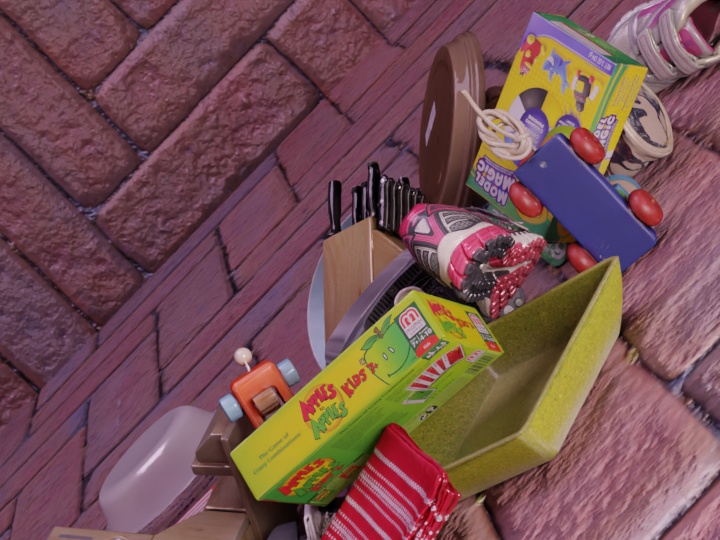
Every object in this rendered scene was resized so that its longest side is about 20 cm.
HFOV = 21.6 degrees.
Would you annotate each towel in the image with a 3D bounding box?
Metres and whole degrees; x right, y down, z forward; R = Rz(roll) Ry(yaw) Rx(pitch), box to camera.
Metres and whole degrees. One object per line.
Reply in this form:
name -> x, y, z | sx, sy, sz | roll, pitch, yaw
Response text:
towel -> -0.005, 0.215, 1.390 | 0.200, 0.022, 0.145 | -58, 21, 3

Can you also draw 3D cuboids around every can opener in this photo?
can opener -> -0.047, 0.202, 1.619 | 0.066, 0.053, 0.200 | -13, 15, 6

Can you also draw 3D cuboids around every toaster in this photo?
toaster -> 0.047, 0.058, 1.667 | 0.200, 0.114, 0.129 | -50, 9, -8

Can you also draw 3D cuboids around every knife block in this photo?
knife block -> 0.000, 0.000, 1.842 | 0.176, 0.064, 0.200 | 38, 102, 50

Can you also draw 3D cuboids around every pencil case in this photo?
pencil case -> 0.198, -0.104, 1.728 | 0.200, 0.089, 0.078 | -33, 32, 44

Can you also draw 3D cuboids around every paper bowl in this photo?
paper bowl -> -0.193, 0.221, 1.968 | 0.201, 0.104, 0.201 | -44, 11, 11

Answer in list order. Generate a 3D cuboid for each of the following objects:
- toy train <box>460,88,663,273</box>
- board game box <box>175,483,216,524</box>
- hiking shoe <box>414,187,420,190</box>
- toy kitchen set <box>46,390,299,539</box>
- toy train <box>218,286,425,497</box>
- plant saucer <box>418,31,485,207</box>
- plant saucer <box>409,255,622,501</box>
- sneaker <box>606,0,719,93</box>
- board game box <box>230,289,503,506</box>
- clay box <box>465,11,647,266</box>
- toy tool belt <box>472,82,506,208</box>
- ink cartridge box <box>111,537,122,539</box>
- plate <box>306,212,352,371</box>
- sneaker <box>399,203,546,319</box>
toy train -> 0.163, -0.095, 1.561 | 0.085, 0.200, 0.116 | -42, 8, 20
board game box -> -0.188, 0.307, 1.800 | 0.200, 0.046, 0.152 | -45, 12, 6
hiking shoe -> 0.029, -0.011, 1.989 | 0.200, 0.076, 0.101 | -56, 3, 16
toy kitchen set -> -0.168, 0.188, 1.657 | 0.180, 0.163, 0.200 | 1, 38, 21
toy train -> -0.007, 0.103, 1.556 | 0.200, 0.150, 0.056 | -27, 6, -8
plant saucer -> 0.087, -0.135, 1.849 | 0.200, 0.029, 0.201 | -176, 90, -82
plant saucer -> 0.115, 0.100, 1.444 | 0.200, 0.048, 0.200 | -32, 18, 48
sneaker -> 0.302, -0.224, 1.785 | 0.200, 0.081, 0.088 | -40, 12, 30
board game box -> 0.005, 0.102, 1.455 | 0.200, 0.048, 0.102 | -42, -28, 18
clay box -> 0.166, -0.114, 1.670 | 0.115, 0.048, 0.200 | 40, 117, 42
toy tool belt -> 0.172, -0.151, 1.873 | 0.200, 0.125, 0.123 | -58, 0, 33
ink cartridge box -> -0.191, 0.332, 1.452 | 0.200, 0.162, 0.050 | -54, 13, -33
plate -> 0.020, 0.024, 1.885 | 0.200, 0.026, 0.201 | -20, 62, 44
sneaker -> 0.094, -0.017, 1.518 | 0.081, 0.075, 0.200 | -56, -19, 1
